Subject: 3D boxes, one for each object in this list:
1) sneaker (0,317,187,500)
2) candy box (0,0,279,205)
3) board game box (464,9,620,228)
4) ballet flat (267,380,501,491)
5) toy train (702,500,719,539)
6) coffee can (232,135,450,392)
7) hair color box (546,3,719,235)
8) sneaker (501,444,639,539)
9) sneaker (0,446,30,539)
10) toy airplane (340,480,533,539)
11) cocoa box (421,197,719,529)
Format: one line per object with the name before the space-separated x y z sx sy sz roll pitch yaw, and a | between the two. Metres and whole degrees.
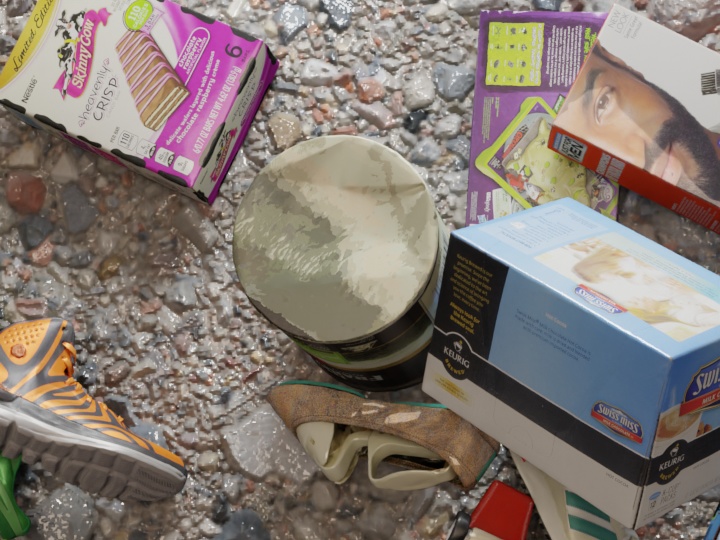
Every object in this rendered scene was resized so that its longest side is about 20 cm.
sneaker | -0.219 0.100 1.271 0.199 0.078 0.113 24 51 -18
candy box | -0.186 -0.157 1.348 0.199 0.061 0.137 23 83 16
board game box | 0.147 -0.106 1.289 0.119 0.032 0.202 2 77 14
ballet flat | 0.006 0.126 1.217 0.198 0.068 0.068 4 57 31
toy train | 0.313 0.132 1.155 0.086 0.114 0.201 25 83 3
coffee can | 0.000 0.000 1.202 0.145 0.200 0.148 -3 76 11
hair color box | 0.253 -0.103 1.234 0.199 0.064 0.112 27 80 8
sneaker | 0.178 0.171 1.195 0.093 0.070 0.201 -29 70 8
sneaker | -0.298 0.126 1.308 0.083 0.074 0.202 0 69 -20
toy airplane | 0.057 0.271 1.160 0.198 0.141 0.202 -20 83 -5
cocoa box | 0.161 0.055 1.115 0.199 0.133 0.132 32 124 38
